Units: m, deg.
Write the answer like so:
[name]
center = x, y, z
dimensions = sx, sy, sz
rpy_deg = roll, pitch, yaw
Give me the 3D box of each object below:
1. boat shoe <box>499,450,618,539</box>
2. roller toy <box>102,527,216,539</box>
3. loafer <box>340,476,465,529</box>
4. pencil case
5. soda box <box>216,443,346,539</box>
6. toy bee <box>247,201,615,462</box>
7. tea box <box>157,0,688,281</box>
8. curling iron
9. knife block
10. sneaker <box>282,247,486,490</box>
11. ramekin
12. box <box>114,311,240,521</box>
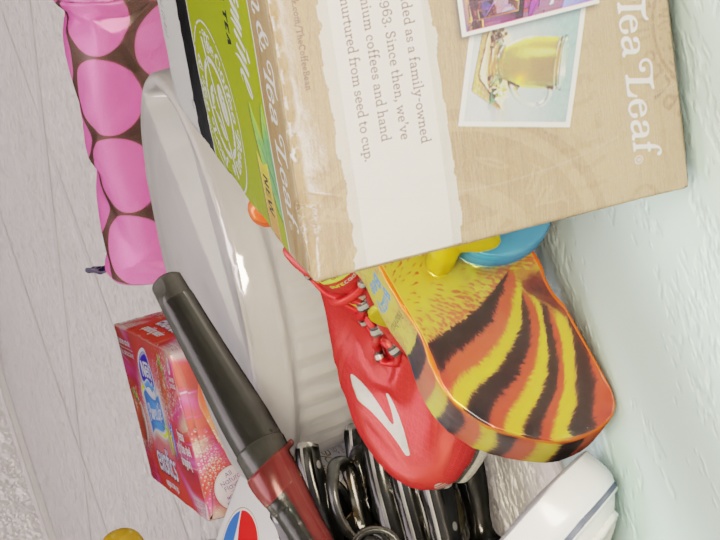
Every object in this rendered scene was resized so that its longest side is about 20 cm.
[boat shoe]
center = 0.075, 0.144, 1.161
dimensions = 0.065, 0.074, 0.200
rpy_deg = 37, 147, 14
[roller toy]
center = -0.133, 0.292, 2.090
dimensions = 0.200, 0.139, 0.183
rpy_deg = 94, 158, -55
[loafer]
center = 0.014, 0.166, 1.417
dimensions = 0.200, 0.075, 0.068
rpy_deg = 92, 166, -51
[pencil case]
center = -0.137, -0.090, 1.804
dimensions = 0.094, 0.090, 0.201
rpy_deg = -104, 7, -66
[soda box]
center = -0.041, 0.174, 1.506
dimensions = 0.064, 0.068, 0.201
rpy_deg = 54, 129, 53
[toy bee]
center = 0.016, -0.013, 1.124
dimensions = 0.131, 0.108, 0.200
rpy_deg = 89, 163, -53
[tea box]
center = 0.005, -0.133, 0.966
dimensions = 0.197, 0.133, 0.201
rpy_deg = -131, 29, -64
[curling iron]
center = -0.030, 0.080, 1.259
dimensions = 0.200, 0.050, 0.026
rpy_deg = 52, -172, 22
[knife block]
center = 0.042, 0.158, 1.282
dimensions = 0.200, 0.064, 0.176
rpy_deg = 38, 114, 20
[sneaker]
center = 0.000, 0.000, 1.210
dimensions = 0.085, 0.077, 0.201
rpy_deg = -28, -72, -59
[ramekin]
center = -0.033, -0.007, 1.388
dimensions = 0.202, 0.094, 0.203
rpy_deg = 165, 90, -79
[box]
center = -0.065, 0.068, 1.609
dimensions = 0.200, 0.099, 0.096
rpy_deg = -165, 62, -77
